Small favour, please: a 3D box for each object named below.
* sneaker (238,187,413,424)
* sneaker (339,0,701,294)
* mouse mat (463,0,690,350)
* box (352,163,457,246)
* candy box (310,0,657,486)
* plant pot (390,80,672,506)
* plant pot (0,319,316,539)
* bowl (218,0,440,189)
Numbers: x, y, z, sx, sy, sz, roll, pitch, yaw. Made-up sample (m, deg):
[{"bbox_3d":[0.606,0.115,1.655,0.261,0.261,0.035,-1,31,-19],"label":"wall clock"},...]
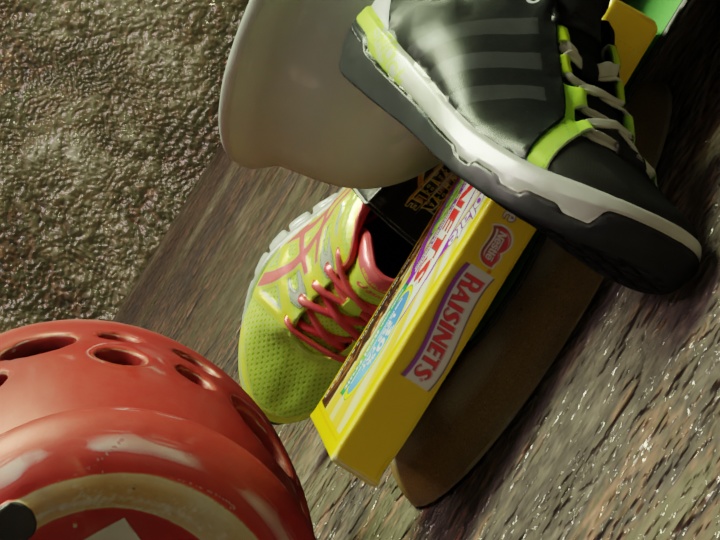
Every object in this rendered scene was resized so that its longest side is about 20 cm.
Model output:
[{"bbox_3d":[0.000,0.000,1.326,0.201,0.078,0.090,-56,10,20],"label":"sneaker"},{"bbox_3d":[0.060,-0.067,0.943,0.083,0.072,0.200,-53,43,6],"label":"sneaker"},{"bbox_3d":[0.086,-0.062,1.075,0.201,0.007,0.161,-60,7,4],"label":"mouse mat"},{"bbox_3d":[0.039,-0.116,1.278,0.160,0.049,0.200,-46,31,6],"label":"box"},{"bbox_3d":[0.045,-0.015,1.038,0.201,0.026,0.102,-59,10,2],"label":"candy box"},{"bbox_3d":[0.061,0.003,1.106,0.201,0.027,0.200,-57,9,14],"label":"plant pot"},{"bbox_3d":[-0.112,0.132,1.098,0.201,0.200,0.183,-58,11,3],"label":"plant pot"},{"bbox_3d":[0.034,-0.107,1.108,0.201,0.090,0.201,-52,-15,-20],"label":"bowl"}]
